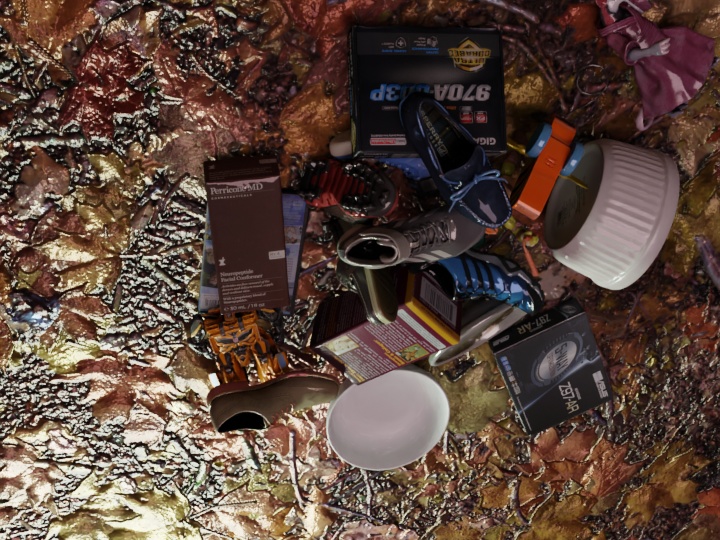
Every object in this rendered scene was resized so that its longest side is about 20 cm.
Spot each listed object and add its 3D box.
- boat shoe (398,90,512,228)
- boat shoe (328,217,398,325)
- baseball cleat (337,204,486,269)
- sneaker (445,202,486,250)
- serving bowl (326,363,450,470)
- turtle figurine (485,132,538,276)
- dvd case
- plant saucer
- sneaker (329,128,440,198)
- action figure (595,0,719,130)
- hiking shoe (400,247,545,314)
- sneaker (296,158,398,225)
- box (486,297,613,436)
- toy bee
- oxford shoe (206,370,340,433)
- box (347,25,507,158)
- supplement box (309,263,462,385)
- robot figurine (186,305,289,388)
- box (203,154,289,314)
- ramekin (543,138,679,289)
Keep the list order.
[{"bbox_3d":[0.114,-0.126,1.123,0.200,0.069,0.084,44,89,-15],"label":"boat shoe"},{"bbox_3d":[-0.001,-0.001,1.255,0.065,0.203,0.072,-28,139,17],"label":"boat shoe"},{"bbox_3d":[0.070,-0.034,1.162,0.197,0.106,0.071,-14,101,-3],"label":"baseball cleat"},{"bbox_3d":[0.135,-0.039,1.331,0.079,0.072,0.201,32,108,-23],"label":"sneaker"},{"bbox_3d":[0.039,0.220,1.471,0.197,0.066,0.203,-6,122,-9],"label":"serving bowl"},{"bbox_3d":[0.203,-0.102,1.263,0.201,0.064,0.161,50,58,-10],"label":"turtle figurine"},{"bbox_3d":[-0.152,-0.024,1.309,0.140,0.018,0.202,2,119,-14],"label":"dvd case"},{"bbox_3d":[0.177,0.070,1.380,0.198,0.051,0.200,-30,165,-9],"label":"plant saucer"},{"bbox_3d":[0.060,-0.144,1.246,0.197,0.077,0.113,-13,114,-12],"label":"sneaker"},{"bbox_3d":[0.372,-0.306,1.226,0.199,0.135,0.149,33,153,-15],"label":"action figure"},{"bbox_3d":[0.153,0.014,1.254,0.198,0.087,0.074,31,158,0],"label":"hiking shoe"},{"bbox_3d":[0.001,-0.099,1.204,0.097,0.200,0.072,23,86,-33],"label":"sneaker"},{"bbox_3d":[0.311,0.160,1.507,0.158,0.044,0.202,-24,123,3],"label":"box"},{"bbox_3d":[0.256,-0.158,1.220,0.200,0.109,0.131,-41,95,-3],"label":"toy bee"},{"bbox_3d":[-0.122,0.200,1.350,0.197,0.075,0.071,-10,133,-9],"label":"oxford shoe"},{"bbox_3d":[0.083,-0.225,1.176,0.197,0.046,0.162,-1,87,-12],"label":"box"},{"bbox_3d":[0.036,0.075,1.328,0.199,0.086,0.110,-27,127,35],"label":"supplement box"},{"bbox_3d":[-0.170,0.123,1.359,0.143,0.059,0.202,-17,133,-3],"label":"robot figurine"},{"bbox_3d":[-0.150,-0.047,1.243,0.099,0.075,0.203,-7,120,-8],"label":"box"},{"bbox_3d":[0.337,-0.084,1.278,0.104,0.201,0.202,19,116,-12],"label":"ramekin"}]
